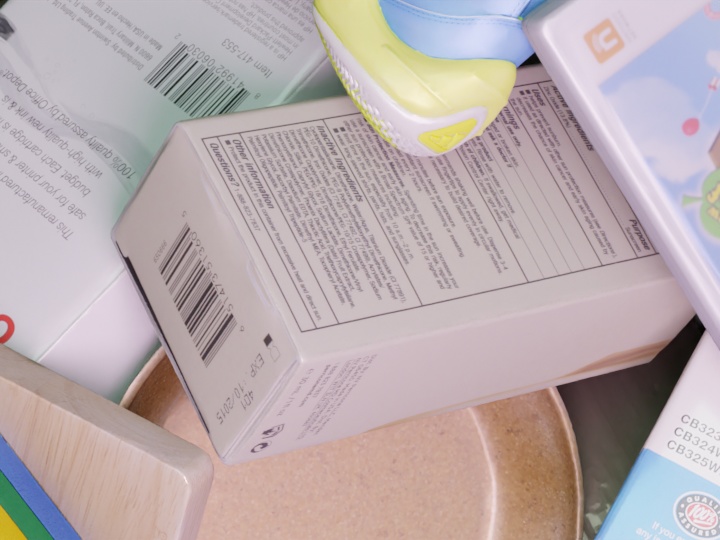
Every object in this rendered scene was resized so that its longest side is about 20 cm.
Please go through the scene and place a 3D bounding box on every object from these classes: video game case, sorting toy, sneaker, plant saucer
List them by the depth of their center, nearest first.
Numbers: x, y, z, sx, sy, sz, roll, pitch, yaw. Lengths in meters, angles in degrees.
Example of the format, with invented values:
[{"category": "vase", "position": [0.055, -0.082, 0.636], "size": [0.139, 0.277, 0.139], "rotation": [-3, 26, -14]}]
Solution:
[{"category": "video game case", "position": [0.178, -0.054, 0.988], "size": [0.182, 0.022, 0.200], "rotation": [-36, 107, -8]}, {"category": "sneaker", "position": [0.014, -0.140, 1.013], "size": [0.105, 0.076, 0.201], "rotation": [-33, 69, 11]}, {"category": "sorting toy", "position": [-0.173, 0.117, 1.040], "size": [0.198, 0.070, 0.201], "rotation": [26, 120, 16]}, {"category": "plant saucer", "position": [-0.013, 0.095, 1.093], "size": [0.199, 0.035, 0.201], "rotation": [-2, 96, -21]}]

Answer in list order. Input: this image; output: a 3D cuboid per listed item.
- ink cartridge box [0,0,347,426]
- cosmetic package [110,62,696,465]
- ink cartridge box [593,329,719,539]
[{"category": "ink cartridge box", "position": [-0.092, -0.039, 1.113], "size": [0.200, 0.086, 0.146], "rotation": [-48, 51, -6]}, {"category": "cosmetic package", "position": [0.024, -0.008, 1.035], "size": [0.199, 0.071, 0.105], "rotation": [-10, 61, -35]}, {"category": "ink cartridge box", "position": [0.184, 0.055, 1.083], "size": [0.128, 0.125, 0.201], "rotation": [27, 78, 9]}]
